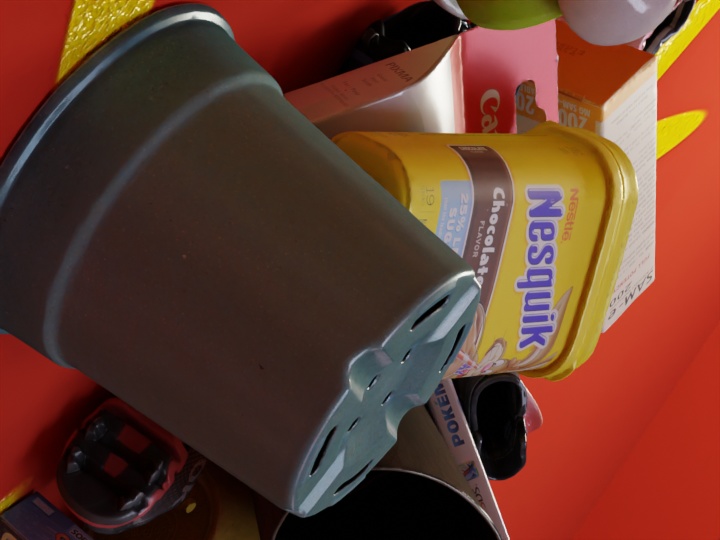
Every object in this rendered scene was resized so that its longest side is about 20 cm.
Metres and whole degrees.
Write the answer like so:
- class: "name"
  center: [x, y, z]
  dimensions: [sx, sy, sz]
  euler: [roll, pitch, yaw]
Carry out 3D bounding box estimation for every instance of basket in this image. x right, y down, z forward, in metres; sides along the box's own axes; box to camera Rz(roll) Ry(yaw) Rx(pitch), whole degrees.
- class: "basket"
  center: [-0.006, 0.127, 1.281]
  dimensions: [0.136, 0.200, 0.181]
  euler: [-35, 125, 7]

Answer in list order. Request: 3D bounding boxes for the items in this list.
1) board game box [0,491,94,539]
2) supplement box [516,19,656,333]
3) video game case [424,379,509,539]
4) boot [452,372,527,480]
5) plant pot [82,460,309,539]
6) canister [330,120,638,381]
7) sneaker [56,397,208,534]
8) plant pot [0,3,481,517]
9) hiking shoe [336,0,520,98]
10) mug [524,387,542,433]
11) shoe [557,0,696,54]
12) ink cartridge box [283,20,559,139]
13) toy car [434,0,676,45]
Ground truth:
- class: "board game box"
  center: [-0.151, 0.245, 1.246]
  dimensions: [0.034, 0.200, 0.136]
  euler: [-34, 156, -48]
- class: "supplement box"
  center: [0.136, -0.070, 1.436]
  dimensions: [0.073, 0.125, 0.201]
  euler: [-42, 141, -34]
- class: "video game case"
  center: [0.060, 0.125, 1.401]
  dimensions: [0.022, 0.184, 0.200]
  euler: [-19, 163, -4]
- class: "boot"
  center: [0.085, 0.094, 1.433]
  dimensions: [0.069, 0.132, 0.201]
  euler: [-14, 142, 3]
- class: "plant pot"
  center: [-0.108, 0.202, 1.353]
  dimensions: [0.200, 0.199, 0.142]
  euler: [-49, 138, -14]
- class: "canister"
  center: [0.056, -0.008, 1.169]
  dimensions: [0.199, 0.086, 0.150]
  euler: [-3, 114, -46]
- class: "sneaker"
  center: [-0.112, 0.085, 1.261]
  dimensions: [0.201, 0.071, 0.098]
  euler: [-50, 171, -26]
- class: "plant pot"
  center: [-0.059, 0.005, 1.018]
  dimensions: [0.200, 0.196, 0.201]
  euler: [-47, 162, -20]
- class: "hiking shoe"
  center: [0.054, -0.128, 1.274]
  dimensions: [0.200, 0.074, 0.087]
  euler: [-32, 154, -52]
- class: "mug"
  center: [0.041, 0.162, 1.743]
  dimensions: [0.200, 0.133, 0.178]
  euler: [-46, 161, -14]
- class: "shoe"
  center: [0.218, -0.237, 1.473]
  dimensions: [0.201, 0.091, 0.071]
  euler: [-54, 164, 2]
- class: "ink cartridge box"
  center: [0.044, -0.054, 1.216]
  dimensions: [0.199, 0.050, 0.162]
  euler: [-20, 128, -19]
- class: "toy car"
  center: [0.115, -0.227, 1.141]
  dimensions: [0.200, 0.174, 0.150]
  euler: [-47, 128, -18]
